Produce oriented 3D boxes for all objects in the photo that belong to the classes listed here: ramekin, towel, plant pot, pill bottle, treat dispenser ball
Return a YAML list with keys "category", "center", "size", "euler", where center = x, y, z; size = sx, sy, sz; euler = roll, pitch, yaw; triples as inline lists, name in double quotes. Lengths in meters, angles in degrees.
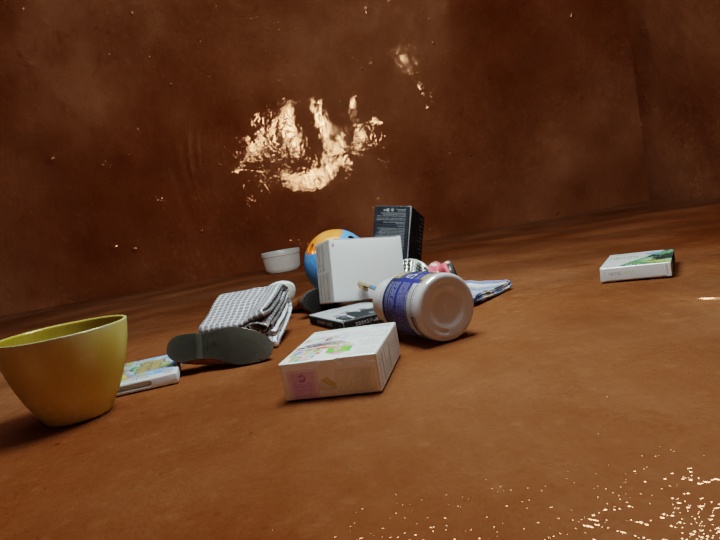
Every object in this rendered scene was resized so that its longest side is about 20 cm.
- category: "ramekin"
  center: [-0.402, -0.049, 3.170]
  size: [0.199, 0.106, 0.200]
  euler: [-9, 6, 1]
- category: "towel"
  center: [0.251, 0.051, 1.457]
  size: [0.146, 0.024, 0.200]
  euler: [-3, 8, 38]
- category: "plant pot"
  center: [-0.464, 0.163, 0.994]
  size: [0.199, 0.143, 0.200]
  euler: [-10, 6, 1]
- category: "towel"
  center: [-0.248, 0.099, 1.354]
  size: [0.165, 0.086, 0.200]
  euler: [-9, 20, 9]
- category: "pill bottle"
  center: [0.105, 0.061, 1.149]
  size: [0.119, 0.120, 0.200]
  euler: [-12, 6, -26]
- category: "treat dispenser ball"
  center: [-0.071, -0.024, 1.866]
  size: [0.200, 0.202, 0.201]
  euler: [-10, 6, 1]

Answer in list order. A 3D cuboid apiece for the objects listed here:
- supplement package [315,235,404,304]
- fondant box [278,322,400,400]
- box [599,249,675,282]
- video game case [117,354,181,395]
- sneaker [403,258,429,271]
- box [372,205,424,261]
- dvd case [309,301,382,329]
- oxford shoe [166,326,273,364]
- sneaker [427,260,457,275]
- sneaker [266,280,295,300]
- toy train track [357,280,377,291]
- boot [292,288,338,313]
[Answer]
- category: "supplement package"
  center: [0.000, 0.000, 1.579]
  size: [0.199, 0.157, 0.111]
  euler: [-4, -5, -22]
- category: "fondant box"
  center: [-0.024, 0.135, 0.955]
  size: [0.143, 0.059, 0.200]
  euler: [-9, 5, 12]
- category: "box"
  center: [0.630, -0.013, 1.405]
  size: [0.144, 0.037, 0.200]
  euler: [-7, 7, 29]
- category: "video game case"
  center: [-0.435, 0.201, 1.180]
  size: [0.181, 0.022, 0.200]
  euler: [-11, 6, -13]
- category: "sneaker"
  center: [0.116, 0.021, 1.688]
  size: [0.081, 0.076, 0.199]
  euler: [34, -30, -34]
- category: "box"
  center: [0.120, -0.091, 1.965]
  size: [0.123, 0.198, 0.200]
  euler: [2, -5, 17]
- category: "dvd case"
  center: [-0.014, 0.102, 1.424]
  size: [0.150, 0.025, 0.200]
  euler: [-13, 6, -25]
- category: "oxford shoe"
  center: [-0.262, 0.150, 1.191]
  size: [0.199, 0.072, 0.071]
  euler: [0, -19, 4]
- category: "sneaker"
  center: [0.208, 0.022, 1.710]
  size: [0.086, 0.074, 0.200]
  euler: [-25, 5, -11]
- category: "sneaker"
  center: [-0.226, 0.094, 1.532]
  size: [0.081, 0.077, 0.200]
  euler: [0, 31, 47]
- category: "toy train track"
  center: [0.067, 0.066, 1.441]
  size: [0.199, 0.033, 0.115]
  euler: [19, -7, 41]
- category: "boot"
  center: [-0.170, 0.083, 1.669]
  size: [0.199, 0.069, 0.188]
  euler: [-9, 8, 28]
